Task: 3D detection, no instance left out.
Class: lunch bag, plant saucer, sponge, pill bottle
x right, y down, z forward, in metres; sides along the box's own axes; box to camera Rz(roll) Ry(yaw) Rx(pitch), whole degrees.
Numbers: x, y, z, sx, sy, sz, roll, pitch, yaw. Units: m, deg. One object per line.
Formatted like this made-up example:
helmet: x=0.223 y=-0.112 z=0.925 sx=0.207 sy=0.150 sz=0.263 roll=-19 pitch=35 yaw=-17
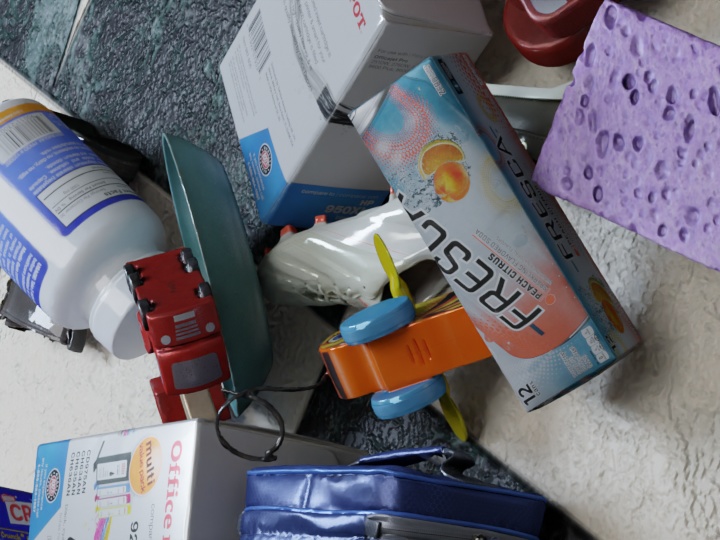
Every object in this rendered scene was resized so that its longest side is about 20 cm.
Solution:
lunch bag: x=0.017 y=0.170 z=1.293 sx=0.199 sy=0.135 sz=0.133 roll=-9 pitch=72 yaw=51
plant saucer: x=-0.095 y=-0.001 z=1.510 sx=0.200 sy=0.036 sz=0.202 roll=165 pitch=90 yaw=-82
sponge: x=0.192 y=-0.060 z=1.176 sx=0.199 sy=0.030 sz=0.112 roll=28 pitch=103 yaw=34
pill bottle: x=-0.216 y=-0.028 z=1.647 sx=0.200 sy=0.112 sz=0.112 roll=43 pitch=116 yaw=22

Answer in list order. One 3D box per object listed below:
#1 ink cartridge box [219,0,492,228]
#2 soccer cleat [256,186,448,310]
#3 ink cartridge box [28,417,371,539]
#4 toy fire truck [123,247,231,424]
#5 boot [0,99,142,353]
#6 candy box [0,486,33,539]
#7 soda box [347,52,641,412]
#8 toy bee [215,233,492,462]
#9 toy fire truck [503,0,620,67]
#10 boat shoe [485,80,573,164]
ink cartridge box: x=-0.007 y=-0.144 z=1.442 sx=0.200 sy=0.084 sz=0.145 roll=-56 pitch=40 yaw=43
soccer cleat: x=0.000 y=0.000 z=1.431 sx=0.199 sy=0.069 sz=0.078 roll=-23 pitch=66 yaw=45
ink cartridge box: x=-0.110 y=0.186 z=1.447 sx=0.199 sy=0.144 sz=0.149 roll=-13 pitch=68 yaw=50
toy fire truck: x=-0.117 y=0.061 z=1.476 sx=0.200 sy=0.048 sz=0.142 roll=-130 pitch=25 yaw=-71
boot: x=-0.259 y=-0.037 z=1.779 sx=0.200 sy=0.069 sz=0.175 roll=29 pitch=102 yaw=50
candy box: x=-0.233 y=0.262 z=1.566 sx=0.077 sy=0.168 sz=0.201 roll=-38 pitch=50 yaw=35
soda box: x=0.077 y=-0.023 z=1.248 sx=0.063 sy=0.068 sz=0.201 roll=-34 pitch=84 yaw=21
toy bee: x=0.015 y=0.041 z=1.355 sx=0.109 sy=0.198 sz=0.132 roll=-63 pitch=-29 yaw=-75
toy fire truck: x=0.128 y=-0.234 z=1.321 sx=0.167 sy=0.112 sz=0.201 roll=-33 pitch=51 yaw=13
boat shoe: x=0.104 y=-0.075 z=1.311 sx=0.201 sy=0.072 sz=0.061 roll=1 pitch=75 yaw=49
